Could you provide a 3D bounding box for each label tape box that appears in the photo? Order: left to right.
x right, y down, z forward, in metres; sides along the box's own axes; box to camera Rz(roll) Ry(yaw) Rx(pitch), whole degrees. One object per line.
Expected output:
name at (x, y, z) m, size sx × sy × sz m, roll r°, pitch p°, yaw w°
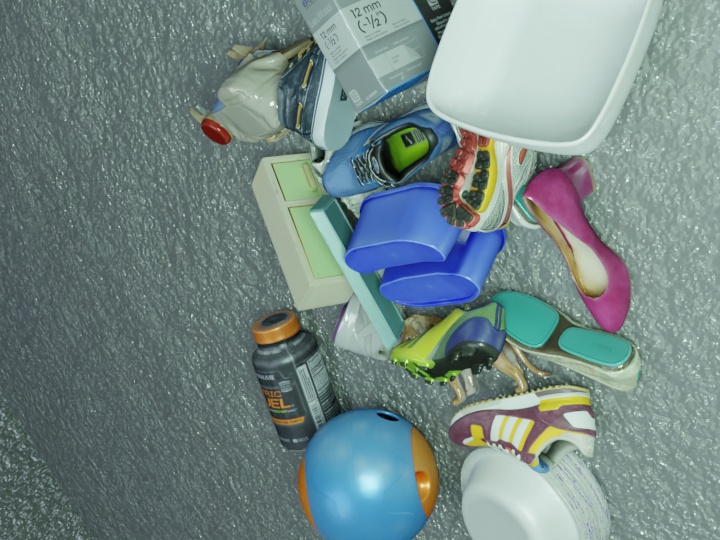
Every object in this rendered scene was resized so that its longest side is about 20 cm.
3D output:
label tape box at (0.012, -0.286, 1.130) m, size 0.066 × 0.143 × 0.201 m, roll -23°, pitch 97°, yaw 55°

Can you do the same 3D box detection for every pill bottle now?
pill bottle at (-0.102, 0.164, 1.642) m, size 0.106 × 0.106 × 0.202 m, roll 4°, pitch 118°, yaw 50°

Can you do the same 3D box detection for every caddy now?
caddy at (0.076, -0.036, 1.261) m, size 0.141 × 0.106 × 0.199 m, roll 39°, pitch 151°, yaw -30°

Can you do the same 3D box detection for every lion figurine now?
lion figurine at (0.140, 0.097, 1.338) m, size 0.199 × 0.072 × 0.124 m, roll -18°, pitch 93°, yaw 40°

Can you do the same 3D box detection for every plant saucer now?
plant saucer at (0.000, 0.000, 1.326) m, size 0.019 × 0.070 × 0.201 m, roll -26°, pitch 102°, yaw 21°

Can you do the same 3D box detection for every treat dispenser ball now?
treat dispenser ball at (0.011, 0.296, 1.515) m, size 0.200 × 0.200 × 0.202 m, roll 31°, pitch 137°, yaw 34°

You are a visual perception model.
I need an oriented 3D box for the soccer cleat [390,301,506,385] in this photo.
soccer cleat at (0.106, 0.084, 1.273) m, size 0.064 × 0.084 × 0.200 m, roll 30°, pitch 156°, yaw -21°

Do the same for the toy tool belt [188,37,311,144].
toy tool belt at (-0.131, -0.234, 1.398) m, size 0.125 × 0.123 × 0.200 m, roll 39°, pitch 160°, yaw -20°

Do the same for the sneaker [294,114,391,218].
sneaker at (-0.017, -0.118, 1.350) m, size 0.075 × 0.081 × 0.201 m, roll -18°, pitch 102°, yaw 53°

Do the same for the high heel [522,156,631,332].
high heel at (0.222, -0.012, 1.115) m, size 0.067 × 0.096 × 0.202 m, roll 9°, pitch 122°, yaw 47°

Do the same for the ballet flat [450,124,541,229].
ballet flat at (0.140, -0.130, 1.166) m, size 0.201 × 0.069 × 0.069 m, roll 59°, pitch 145°, yaw -2°

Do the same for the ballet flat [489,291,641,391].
ballet flat at (0.226, 0.086, 1.215) m, size 0.199 × 0.067 × 0.063 m, roll 27°, pitch 155°, yaw 40°

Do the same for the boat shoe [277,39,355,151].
boat shoe at (-0.042, -0.246, 1.246) m, size 0.091 × 0.071 × 0.202 m, roll 27°, pitch 110°, yaw 34°

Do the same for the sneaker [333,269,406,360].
sneaker at (0.031, 0.043, 1.436) m, size 0.099 × 0.075 × 0.201 m, roll 26°, pitch 136°, yaw 5°

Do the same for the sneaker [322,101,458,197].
sneaker at (0.024, -0.134, 1.237) m, size 0.199 × 0.089 × 0.079 m, roll -26°, pitch 99°, yaw 39°

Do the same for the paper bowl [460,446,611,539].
paper bowl at (0.208, 0.307, 1.365) m, size 0.200 × 0.104 × 0.202 m, roll 32°, pitch 138°, yaw 35°

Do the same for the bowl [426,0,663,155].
bowl at (0.174, -0.204, 0.992) m, size 0.199 × 0.074 × 0.201 m, roll 22°, pitch 88°, yaw 38°

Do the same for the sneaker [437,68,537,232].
sneaker at (0.142, -0.136, 1.098) m, size 0.078 × 0.082 × 0.202 m, roll 22°, pitch 95°, yaw 45°

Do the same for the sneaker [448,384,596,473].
sneaker at (0.186, 0.199, 1.276) m, size 0.199 × 0.075 × 0.091 m, roll -24°, pitch 60°, yaw 40°

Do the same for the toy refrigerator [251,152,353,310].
toy refrigerator at (-0.072, -0.055, 1.410) m, size 0.201 × 0.075 × 0.070 m, roll 68°, pitch 151°, yaw 26°
